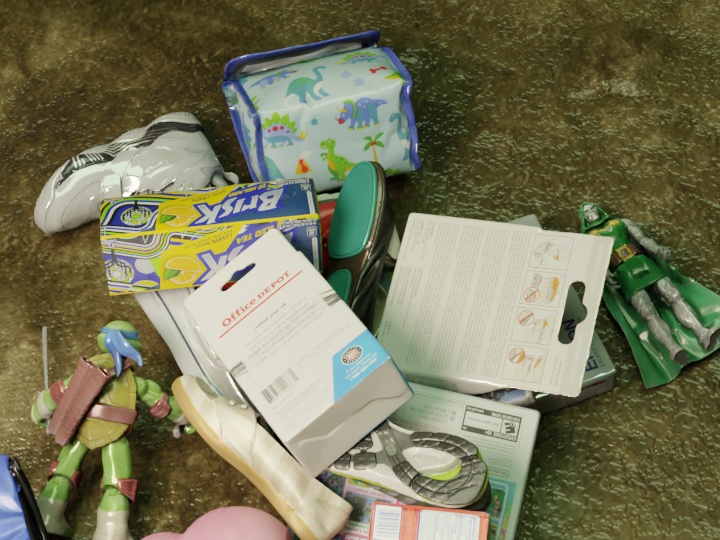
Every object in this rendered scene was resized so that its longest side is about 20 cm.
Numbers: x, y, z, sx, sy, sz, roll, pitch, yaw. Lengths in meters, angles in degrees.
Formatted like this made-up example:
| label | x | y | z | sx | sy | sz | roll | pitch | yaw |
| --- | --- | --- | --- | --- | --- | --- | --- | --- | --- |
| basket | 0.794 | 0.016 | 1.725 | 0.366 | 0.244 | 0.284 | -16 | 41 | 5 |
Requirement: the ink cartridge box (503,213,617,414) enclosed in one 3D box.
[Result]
| label | x | y | z | sx | sy | sz | roll | pitch | yaw |
| --- | --- | --- | --- | --- | --- | --- | --- | --- | --- |
| ink cartridge box | 0.114 | 0.057 | 1.642 | 0.199 | 0.043 | 0.197 | -18 | 58 | -11 |

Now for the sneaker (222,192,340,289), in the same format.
| label | x | y | z | sx | sy | sz | roll | pitch | yaw |
| --- | --- | --- | --- | --- | --- | --- | --- | --- | --- |
| sneaker | -0.069 | -0.016 | 1.663 | 0.199 | 0.077 | 0.085 | -15 | 22 | 3 |

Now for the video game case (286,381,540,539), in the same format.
| label | x | y | z | sx | sy | sz | roll | pitch | yaw |
| --- | --- | --- | --- | --- | --- | --- | --- | --- | --- |
| video game case | 0.044 | 0.193 | 1.528 | 0.198 | 0.024 | 0.183 | 12 | 79 | 9 |

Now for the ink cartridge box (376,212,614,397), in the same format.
| label | x | y | z | sx | sy | sz | roll | pitch | yaw |
| --- | --- | --- | --- | --- | --- | --- | --- | --- | --- |
| ink cartridge box | 0.121 | 0.037 | 1.566 | 0.199 | 0.050 | 0.162 | 8 | 67 | 20 |

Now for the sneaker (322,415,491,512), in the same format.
| label | x | y | z | sx | sy | sz | roll | pitch | yaw |
| --- | --- | --- | --- | --- | --- | --- | --- | --- | --- |
| sneaker | 0.027 | 0.168 | 1.487 | 0.199 | 0.081 | 0.074 | 22 | 67 | 31 |

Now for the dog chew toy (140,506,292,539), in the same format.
| label | x | y | z | sx | sy | sz | roll | pitch | yaw |
| --- | --- | --- | --- | --- | --- | --- | --- | --- | --- |
| dog chew toy | -0.151 | 0.274 | 1.464 | 0.199 | 0.125 | 0.125 | -14 | 56 | 2 |

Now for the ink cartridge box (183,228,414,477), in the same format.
| label | x | y | z | sx | sy | sz | roll | pitch | yaw |
| --- | --- | --- | --- | --- | --- | --- | --- | --- | --- |
| ink cartridge box | -0.057 | 0.067 | 1.501 | 0.116 | 0.067 | 0.200 | -39 | 49 | -3 |

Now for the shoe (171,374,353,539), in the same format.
| label | x | y | z | sx | sy | sz | roll | pitch | yaw |
| --- | --- | --- | --- | --- | --- | --- | --- | --- | --- |
| shoe | -0.087 | 0.159 | 1.513 | 0.053 | 0.070 | 0.200 | -44 | 77 | -1 |

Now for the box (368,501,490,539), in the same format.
| label | x | y | z | sx | sy | sz | roll | pitch | yaw |
| --- | --- | --- | --- | --- | --- | --- | --- | --- | --- |
| box | 0.050 | 0.302 | 1.426 | 0.102 | 0.095 | 0.201 | 4 | 69 | 5 |

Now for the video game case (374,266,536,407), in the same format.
| label | x | y | z | sx | sy | sz | roll | pitch | yaw |
| --- | --- | --- | --- | --- | --- | --- | --- | --- | --- |
| video game case | 0.048 | 0.072 | 1.612 | 0.181 | 0.022 | 0.201 | -24 | 58 | 8 |

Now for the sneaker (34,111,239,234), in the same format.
| label | x | y | z | sx | sy | sz | roll | pitch | yaw |
| --- | --- | --- | --- | --- | --- | --- | --- | --- | --- |
| sneaker | -0.219 | -0.075 | 1.719 | 0.199 | 0.075 | 0.115 | -31 | 58 | -21 |

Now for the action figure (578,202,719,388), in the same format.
| label | x | y | z | sx | sy | sz | roll | pitch | yaw |
| --- | --- | --- | --- | --- | --- | --- | --- | --- | --- |
| action figure | 0.268 | 0.007 | 1.665 | 0.118 | 0.055 | 0.200 | -28 | 56 | -12 |

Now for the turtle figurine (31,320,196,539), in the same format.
| label | x | y | z | sx | sy | sz | roll | pitch | yaw |
| --- | --- | --- | --- | --- | --- | --- | --- | --- | --- |
| turtle figurine | -0.225 | 0.150 | 1.572 | 0.143 | 0.200 | 0.195 | 16 | 79 | -20 |

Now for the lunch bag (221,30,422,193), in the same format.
| label | x | y | z | sx | sy | sz | roll | pitch | yaw |
| --- | --- | --- | --- | --- | --- | --- | --- | --- | --- |
| lunch bag | -0.044 | -0.169 | 1.750 | 0.169 | 0.128 | 0.200 | -12 | 27 | -9 |

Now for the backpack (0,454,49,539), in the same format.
| label | x | y | z | sx | sy | sz | roll | pitch | yaw |
| --- | --- | --- | --- | --- | --- | --- | --- | --- | --- |
| backpack | -0.328 | 0.285 | 1.432 | 0.167 | 0.163 | 0.201 | -18 | 71 | -13 |

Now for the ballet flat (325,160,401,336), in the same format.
| label | x | y | z | sx | sy | sz | roll | pitch | yaw |
| --- | --- | --- | --- | --- | --- | --- | --- | --- | --- |
| ballet flat | 0.000 | 0.000 | 1.614 | 0.068 | 0.068 | 0.201 | -1 | 70 | 48 |

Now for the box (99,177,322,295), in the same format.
| label | x | y | z | sx | sy | sz | roll | pitch | yaw |
| --- | --- | --- | --- | --- | --- | --- | --- | --- | --- |
| box | -0.136 | -0.031 | 1.581 | 0.198 | 0.070 | 0.064 | -7 | 37 | -5 |

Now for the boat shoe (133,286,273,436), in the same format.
| label | x | y | z | sx | sy | sz | roll | pitch | yaw |
| --- | --- | --- | --- | --- | --- | --- | --- | --- | --- |
| boat shoe | -0.133 | 0.073 | 1.596 | 0.067 | 0.074 | 0.200 | -40 | 78 | 7 |
